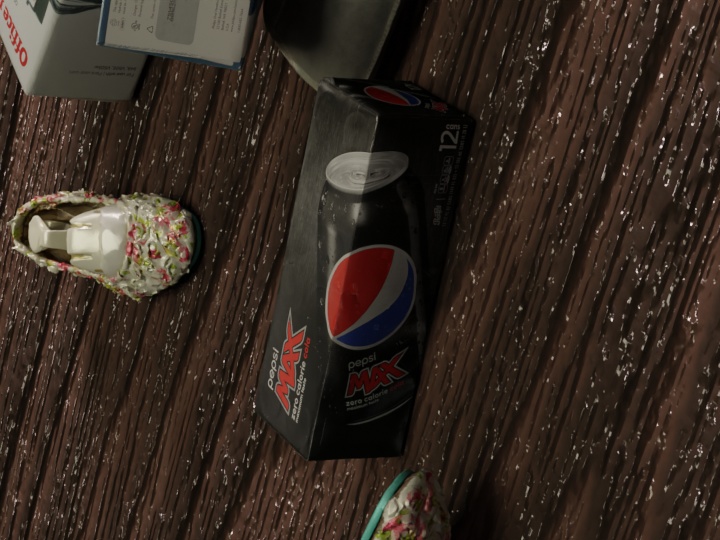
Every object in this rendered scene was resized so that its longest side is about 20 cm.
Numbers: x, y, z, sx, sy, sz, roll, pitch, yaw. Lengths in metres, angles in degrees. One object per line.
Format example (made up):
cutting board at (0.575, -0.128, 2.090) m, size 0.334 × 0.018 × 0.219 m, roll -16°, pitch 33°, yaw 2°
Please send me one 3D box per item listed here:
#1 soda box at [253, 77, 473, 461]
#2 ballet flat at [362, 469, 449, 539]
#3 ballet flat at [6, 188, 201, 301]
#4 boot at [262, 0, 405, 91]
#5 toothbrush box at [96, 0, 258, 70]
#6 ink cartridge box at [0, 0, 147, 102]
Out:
soda box at (0.000, 0.000, 1.271) m, size 0.071 × 0.063 × 0.202 m, roll 37°, pitch 121°, yaw 53°
ballet flat at (0.017, 0.189, 1.241) m, size 0.064 × 0.076 × 0.201 m, roll 34°, pitch 129°, yaw 14°
ballet flat at (-0.178, -0.018, 1.562) m, size 0.199 × 0.063 × 0.076 m, roll 2°, pitch 91°, yaw 58°
boot at (-0.004, -0.221, 1.287) m, size 0.201 × 0.072 × 0.183 m, roll 115°, pitch 143°, yaw -45°
toothbrush box at (-0.088, -0.209, 1.316) m, size 0.200 × 0.085 × 0.148 m, roll -83°, pitch 3°, yaw -72°
ink cartridge box at (-0.179, -0.232, 1.546) m, size 0.147 × 0.082 × 0.201 m, roll 62°, pitch 139°, yaw 39°
